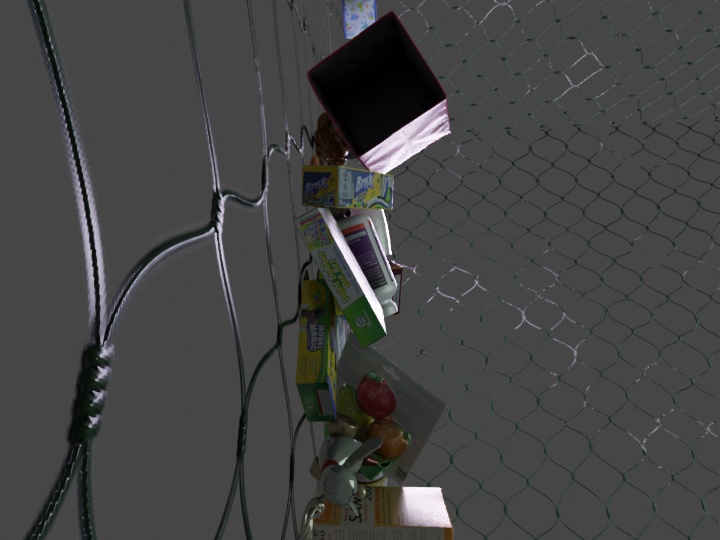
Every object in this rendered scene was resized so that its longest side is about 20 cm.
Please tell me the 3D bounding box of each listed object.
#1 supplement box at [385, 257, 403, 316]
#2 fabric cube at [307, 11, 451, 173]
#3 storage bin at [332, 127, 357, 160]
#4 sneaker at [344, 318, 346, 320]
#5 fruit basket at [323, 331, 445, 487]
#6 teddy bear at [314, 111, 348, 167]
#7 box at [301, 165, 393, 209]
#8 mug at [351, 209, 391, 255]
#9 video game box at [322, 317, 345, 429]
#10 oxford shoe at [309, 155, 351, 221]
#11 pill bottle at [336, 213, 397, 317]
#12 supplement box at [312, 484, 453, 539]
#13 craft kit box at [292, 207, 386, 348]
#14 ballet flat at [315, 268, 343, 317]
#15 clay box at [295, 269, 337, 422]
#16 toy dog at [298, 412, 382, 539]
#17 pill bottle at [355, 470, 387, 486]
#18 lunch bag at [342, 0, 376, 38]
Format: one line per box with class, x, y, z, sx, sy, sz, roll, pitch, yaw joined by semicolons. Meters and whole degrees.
supplement box;0.011;0.020;1.198;0.200;0.085;0.111;-145;-124;-59
fabric cube;0.044;-0.327;1.034;0.197;0.199;0.199;59;9;7
storage bin;-0.020;-0.394;1.428;0.146;0.133;0.201;85;2;-50
sneaker;-0.052;0.010;1.154;0.078;0.065;0.202;158;-73;-67
fruit basket;0.027;0.221;0.834;0.094;0.185;0.201;-19;137;-55
teddy bear;-0.056;-0.257;1.121;0.200;0.066;0.146;76;9;-84
box;-0.016;-0.136;0.881;0.200;0.070;0.065;-9;104;-62
mug;-0.016;-0.117;1.367;0.199;0.147;0.177;-7;89;-58
video game box;-0.052;0.166;1.003;0.182;0.046;0.202;-95;-178;-76
oxford shoe;-0.053;-0.147;0.956;0.200;0.072;0.072;81;7;-72
pill bottle;0.000;0.000;1.023;0.112;0.112;0.201;59;9;-86
supplement box;0.027;0.373;0.764;0.126;0.198;0.074;-72;162;-88
craft kit box;-0.027;0.000;0.804;0.201;0.048;0.198;61;6;-6
ballet flat;-0.051;-0.009;0.939;0.067;0.066;0.202;81;6;-68
clay box;-0.060;0.104;0.778;0.115;0.047;0.201;85;4;-49
toy dog;-0.012;0.274;0.721;0.200;0.096;0.133;-87;-163;-71
pill bottle;-0.005;0.375;0.959;0.112;0.111;0.201;-90;-173;-50
lunch bag;-0.002;-1.263;2.609;0.128;0.168;0.201;-89;174;-62
